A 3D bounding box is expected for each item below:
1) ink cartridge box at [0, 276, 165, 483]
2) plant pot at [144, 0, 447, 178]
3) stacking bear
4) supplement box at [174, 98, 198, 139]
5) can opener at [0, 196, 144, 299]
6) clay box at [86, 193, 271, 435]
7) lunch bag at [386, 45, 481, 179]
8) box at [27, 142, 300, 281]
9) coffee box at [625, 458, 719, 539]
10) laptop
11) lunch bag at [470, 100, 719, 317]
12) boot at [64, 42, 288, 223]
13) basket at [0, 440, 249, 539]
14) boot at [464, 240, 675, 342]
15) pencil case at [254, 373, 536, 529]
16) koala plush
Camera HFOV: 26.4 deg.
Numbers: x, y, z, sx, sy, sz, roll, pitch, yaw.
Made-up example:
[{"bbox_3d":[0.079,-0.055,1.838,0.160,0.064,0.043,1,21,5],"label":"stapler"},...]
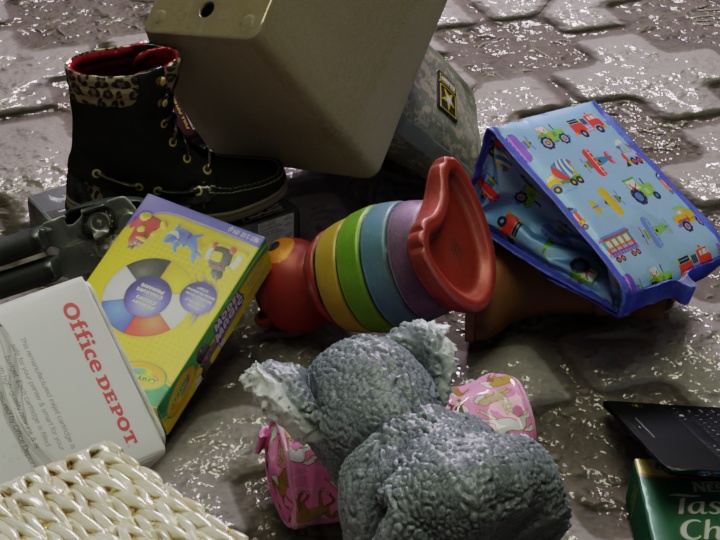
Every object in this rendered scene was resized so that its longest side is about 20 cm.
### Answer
[{"bbox_3d":[-0.259,0.111,1.074,0.199,0.084,0.145,-21,79,-32],"label":"ink cartridge box"},{"bbox_3d":[-0.072,-0.219,1.366,0.199,0.177,0.201,10,72,37],"label":"plant pot"},{"bbox_3d":[0.000,0.000,1.261,0.199,0.114,0.122,-13,38,30],"label":"stacking bear"},{"bbox_3d":[-0.163,-0.170,1.543,0.109,0.061,0.200,-20,10,48],"label":"supplement box"},{"bbox_3d":[-0.273,-0.015,1.309,0.199,0.054,0.067,-18,14,8],"label":"can opener"},{"bbox_3d":[-0.167,0.042,1.210,0.114,0.048,0.201,20,59,18],"label":"clay box"},{"bbox_3d":[0.030,-0.175,1.499,0.118,0.164,0.200,-46,51,8],"label":"lunch bag"},{"bbox_3d":[-0.179,-0.043,1.403,0.199,0.049,0.158,-20,40,-30],"label":"box"},{"bbox_3d":[0.255,0.207,1.046,0.122,0.044,0.200,2,33,0],"label":"coffee box"},{"bbox_3d":[0.301,0.083,1.133,0.199,0.104,0.177,4,9,-6],"label":"laptop"},{"bbox_3d":[0.206,-0.043,1.283,0.150,0.094,0.200,-18,50,-43],"label":"lunch bag"},{"bbox_3d":[-0.163,-0.119,1.335,0.199,0.151,0.073,-3,33,-5],"label":"boot"},{"bbox_3d":[-0.145,0.231,0.851,0.198,0.201,0.160,28,39,34],"label":"basket"},{"bbox_3d":[0.185,0.021,1.316,0.155,0.077,0.200,21,30,20],"label":"boot"},{"bbox_3d":[0.027,0.131,1.119,0.199,0.083,0.086,-10,11,-16],"label":"pencil case"},{"bbox_3d":[0.026,0.120,1.000,0.176,0.184,0.200,-14,54,-25],"label":"koala plush"}]
